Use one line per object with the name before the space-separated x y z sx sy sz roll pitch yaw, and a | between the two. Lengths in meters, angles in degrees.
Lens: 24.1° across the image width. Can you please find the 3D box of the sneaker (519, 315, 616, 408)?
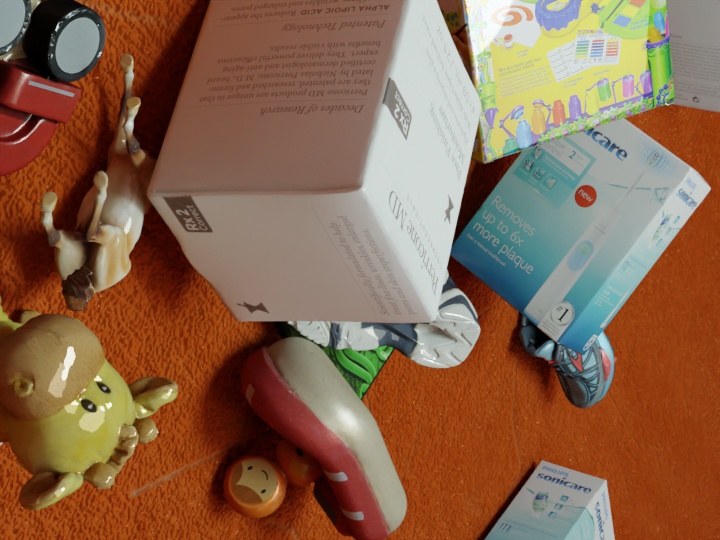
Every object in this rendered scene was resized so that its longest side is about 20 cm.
sneaker | 0.200 0.069 1.754 0.095 0.079 0.201 -37 124 -31

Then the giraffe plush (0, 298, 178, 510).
giraffe plush | -0.211 0.074 1.022 0.173 0.161 0.200 -63 145 -19

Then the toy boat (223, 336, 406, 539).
toy boat | -0.052 0.152 1.365 0.130 0.131 0.201 -31 134 -10

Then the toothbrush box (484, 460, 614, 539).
toothbrush box | 0.191 0.329 1.804 0.200 0.085 0.147 -47 137 -36

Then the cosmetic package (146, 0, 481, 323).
cosmetic package | -0.026 -0.088 1.198 0.165 0.164 0.201 58 38 -51

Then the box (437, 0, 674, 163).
box | 0.142 -0.216 1.401 0.199 0.122 0.194 -18 113 -24

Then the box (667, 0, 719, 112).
box | 0.396 -0.300 1.861 0.152 0.106 0.201 -48 139 -36

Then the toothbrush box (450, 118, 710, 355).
toothbrush box | 0.203 -0.047 1.565 0.200 0.146 0.085 -52 155 7

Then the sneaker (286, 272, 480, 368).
sneaker | 0.000 0.000 1.401 0.198 0.130 0.080 13 122 -22

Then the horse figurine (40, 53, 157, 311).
horse figurine | -0.166 -0.045 1.128 0.133 0.050 0.201 92 14 -52

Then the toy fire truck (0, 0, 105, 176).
toy fire truck | -0.248 -0.080 0.962 0.176 0.128 0.201 12 104 -58

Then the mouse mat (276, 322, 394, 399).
mouse mat | -0.011 0.027 1.459 0.161 0.007 0.201 -55 144 -28
